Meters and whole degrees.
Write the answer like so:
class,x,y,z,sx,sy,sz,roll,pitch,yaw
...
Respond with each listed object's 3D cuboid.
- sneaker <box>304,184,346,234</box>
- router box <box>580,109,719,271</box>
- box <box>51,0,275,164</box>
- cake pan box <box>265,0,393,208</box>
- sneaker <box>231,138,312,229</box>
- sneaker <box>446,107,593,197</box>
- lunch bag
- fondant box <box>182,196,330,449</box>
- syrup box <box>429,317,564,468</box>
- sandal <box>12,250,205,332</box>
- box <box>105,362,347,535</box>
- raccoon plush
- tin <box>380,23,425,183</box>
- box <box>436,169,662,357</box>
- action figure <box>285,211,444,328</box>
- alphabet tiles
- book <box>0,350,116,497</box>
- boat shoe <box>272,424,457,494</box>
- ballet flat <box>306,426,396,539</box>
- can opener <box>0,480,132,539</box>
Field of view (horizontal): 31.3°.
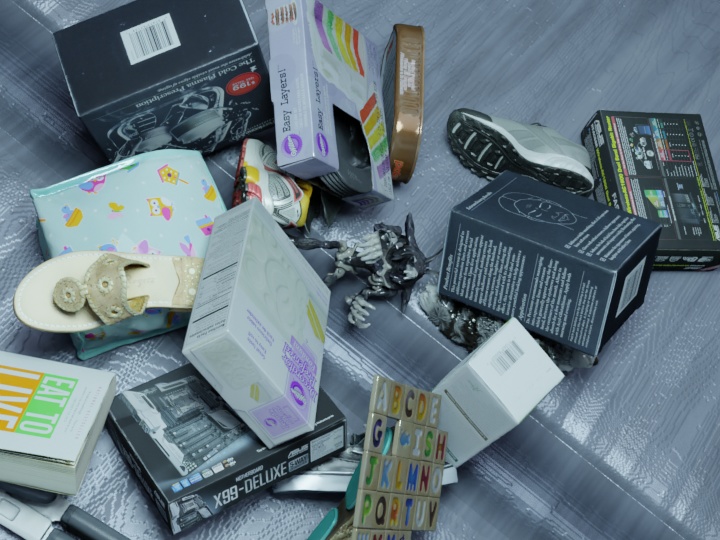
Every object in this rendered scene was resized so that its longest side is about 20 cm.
class,x,y,z,sx,sy,sz,roll,pitch,yaw
sneaker,-0.032,-0.132,1.491,0.106,0.059,0.200,69,25,-20
router box,0.369,-0.099,1.604,0.147,0.062,0.203,1,64,-18
box,-0.198,-0.202,1.370,0.197,0.182,0.105,-22,71,-1
cake pan box,-0.032,-0.178,1.391,0.183,0.052,0.203,23,58,-57
sneaker,-0.097,-0.086,1.398,0.081,0.079,0.200,9,21,-11
sneaker,0.195,-0.150,1.575,0.198,0.074,0.080,22,50,-13
lunch bag,-0.225,-0.023,1.342,0.197,0.122,0.172,-19,71,-18
fondant box,-0.095,0.048,1.250,0.145,0.058,0.202,52,27,-31
syrup box,0.120,0.134,1.326,0.079,0.200,0.082,-39,85,-30
sandal,-0.222,0.010,1.226,0.208,0.070,0.079,-4,78,-24
box,-0.135,0.154,1.282,0.198,0.050,0.158,-22,45,-24
raccoon plush,0.182,0.049,1.458,0.200,0.097,0.134,46,52,8
tin,0.047,-0.200,1.522,0.041,0.112,0.203,9,61,-12
box,0.207,-0.013,1.416,0.198,0.109,0.148,23,32,24
action figure,0.000,0.000,1.397,0.196,0.121,0.102,1,24,-4
alphabet tiles,0.042,0.195,1.220,0.007,0.200,0.170,4,80,25
book,-0.347,0.133,1.228,0.197,0.049,0.134,10,38,2
boat shoe,0.005,0.196,1.333,0.196,0.074,0.069,0,78,-7
ballet flat,0.003,0.243,1.264,0.065,0.201,0.071,30,19,-11
can opener,-0.275,0.245,1.220,0.198,0.067,0.054,30,60,5
